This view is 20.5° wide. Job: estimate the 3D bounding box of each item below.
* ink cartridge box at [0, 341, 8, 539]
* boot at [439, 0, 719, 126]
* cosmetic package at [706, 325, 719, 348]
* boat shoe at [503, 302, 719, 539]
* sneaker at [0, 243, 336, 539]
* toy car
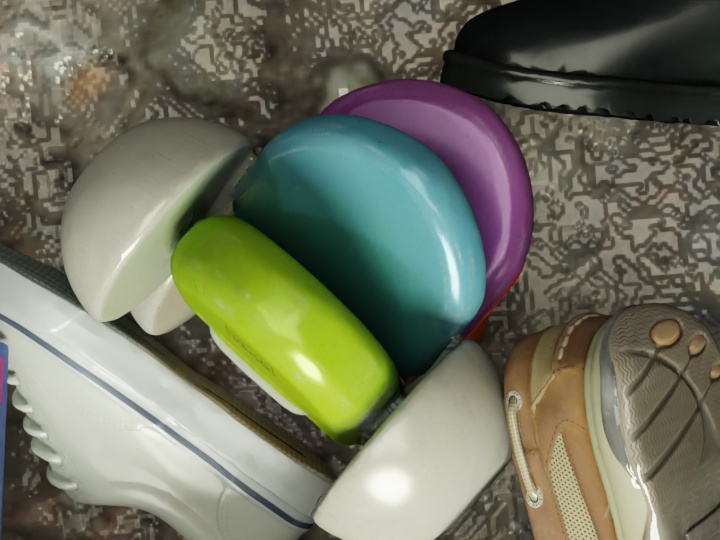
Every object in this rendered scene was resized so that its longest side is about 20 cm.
[{"bbox_3d":[-0.187,0.102,0.761,0.042,0.119,0.200,27,125,-30],"label":"ink cartridge box"},{"bbox_3d":[0.135,-0.140,0.774,0.200,0.076,0.168,3,97,-2],"label":"boot"},{"bbox_3d":[0.178,0.083,0.720,0.200,0.113,0.081,10,115,33],"label":"cosmetic package"},{"bbox_3d":[0.096,0.107,0.677,0.072,0.076,0.200,-2,102,43],"label":"boat shoe"},{"bbox_3d":[-0.107,0.057,0.806,0.200,0.073,0.071,36,92,2],"label":"sneaker"},{"bbox_3d":[0.000,0.000,0.735,0.175,0.200,0.150,42,90,8],"label":"toy car"}]
